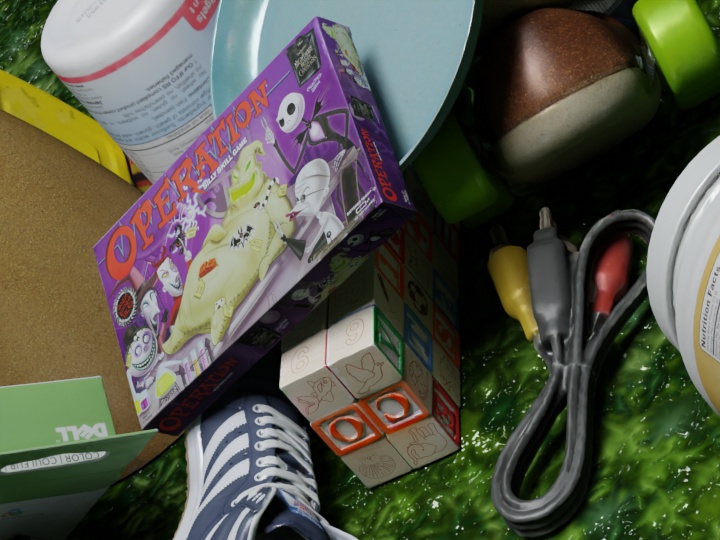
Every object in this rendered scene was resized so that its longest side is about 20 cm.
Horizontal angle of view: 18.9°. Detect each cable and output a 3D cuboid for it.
[{"bbox_3d":[0.110,0.044,1.076,0.096,0.050,0.201,-9,54,14],"label":"cable"}]

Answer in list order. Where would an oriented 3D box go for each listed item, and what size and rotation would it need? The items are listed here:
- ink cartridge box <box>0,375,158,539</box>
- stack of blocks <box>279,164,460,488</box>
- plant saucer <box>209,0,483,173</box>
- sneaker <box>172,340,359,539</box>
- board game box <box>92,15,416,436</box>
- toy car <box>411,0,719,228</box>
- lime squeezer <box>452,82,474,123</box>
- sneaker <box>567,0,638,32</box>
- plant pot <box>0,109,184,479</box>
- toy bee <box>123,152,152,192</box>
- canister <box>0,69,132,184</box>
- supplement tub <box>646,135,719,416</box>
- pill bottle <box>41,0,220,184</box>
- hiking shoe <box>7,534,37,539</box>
[{"bbox_3d":[-0.193,0.104,1.153,0.200,0.103,0.060,-46,55,53],"label":"ink cartridge box"},{"bbox_3d":[0.000,0.000,1.151,0.058,0.115,0.201,-25,36,22],"label":"stack of blocks"},{"bbox_3d":[-0.004,-0.125,1.104,0.199,0.027,0.202,-17,67,44],"label":"plant saucer"},{"bbox_3d":[-0.043,0.106,1.091,0.108,0.070,0.201,-32,36,47],"label":"sneaker"},{"bbox_3d":[-0.059,-0.020,1.098,0.200,0.032,0.121,-43,47,32],"label":"board game box"},{"bbox_3d":[0.077,-0.149,1.139,0.163,0.201,0.158,-28,-5,8],"label":"toy car"},{"bbox_3d":[0.041,-0.103,1.251,0.038,0.071,0.200,-42,-7,8],"label":"lime squeezer"},{"bbox_3d":[0.106,-0.189,1.294,0.077,0.085,0.200,-38,33,3],"label":"sneaker"},{"bbox_3d":[-0.197,0.000,1.276,0.185,0.200,0.187,-28,35,21],"label":"plant pot"},{"bbox_3d":[-0.093,-0.141,1.421,0.200,0.109,0.131,-50,33,-13],"label":"toy bee"},{"bbox_3d":[-0.264,-0.033,1.404,0.199,0.148,0.087,-35,52,24],"label":"canister"},{"bbox_3d":[0.217,0.024,0.873,0.144,0.145,0.200,-42,32,-3],"label":"supplement tub"},{"bbox_3d":[-0.088,-0.094,1.273,0.108,0.200,0.109,-26,35,21],"label":"pill bottle"},{"bbox_3d":[-0.169,0.212,1.110,0.101,0.076,0.200,-41,33,-7],"label":"hiking shoe"}]
